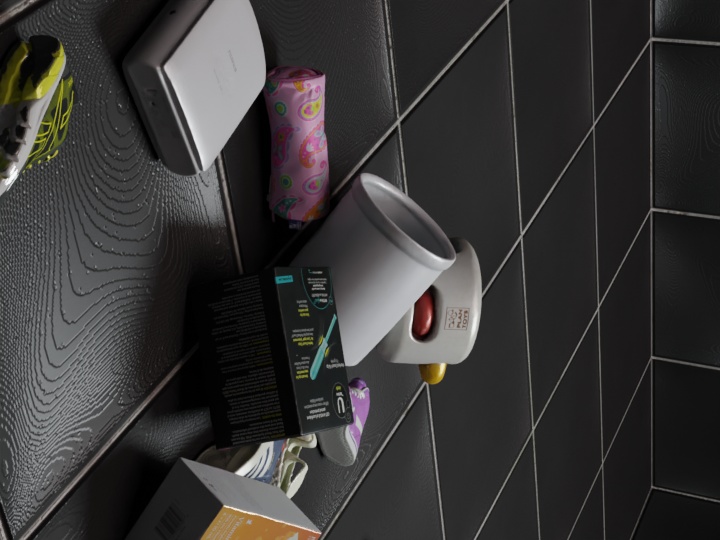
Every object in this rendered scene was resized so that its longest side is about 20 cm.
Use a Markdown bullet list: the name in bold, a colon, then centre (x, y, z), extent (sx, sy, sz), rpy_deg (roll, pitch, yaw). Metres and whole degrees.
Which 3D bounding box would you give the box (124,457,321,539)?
- **box**: centre (-0.162, 0.319, 1.626), extent (0.125, 0.097, 0.199), rpy_deg (-56, 142, 5)

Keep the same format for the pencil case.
- **pencil case**: centre (-0.083, -0.161, 1.753), extent (0.087, 0.086, 0.203), rpy_deg (-37, 132, -56)

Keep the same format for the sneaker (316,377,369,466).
- **sneaker**: centre (-0.030, 0.187, 2.002), extent (0.202, 0.072, 0.115), rpy_deg (84, 23, -51)

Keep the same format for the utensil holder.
- **utensil holder**: centre (0.000, 0.000, 1.796), extent (0.200, 0.170, 0.169), rpy_deg (-48, 161, 17)

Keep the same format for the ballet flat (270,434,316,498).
- **ballet flat**: centre (-0.096, 0.254, 1.877), extent (0.072, 0.071, 0.202), rpy_deg (60, 44, -54)

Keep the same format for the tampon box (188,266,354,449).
- **tampon box**: centre (-0.107, 0.106, 1.666), extent (0.149, 0.125, 0.203), rpy_deg (1, 78, -64)

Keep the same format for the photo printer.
- **photo printer**: centre (-0.178, -0.233, 1.536), extent (0.201, 0.069, 0.168), rpy_deg (-61, 148, -37)

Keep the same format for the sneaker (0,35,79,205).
- **sneaker**: centre (-0.314, -0.122, 1.272), extent (0.085, 0.074, 0.202), rpy_deg (61, 44, -54)

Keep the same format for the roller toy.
- **roller toy**: centre (0.098, 0.044, 1.948), extent (0.183, 0.138, 0.202), rpy_deg (113, -24, -57)

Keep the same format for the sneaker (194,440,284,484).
- **sneaker**: centre (-0.152, 0.257, 1.747), extent (0.200, 0.074, 0.086), rpy_deg (-39, 133, -54)
